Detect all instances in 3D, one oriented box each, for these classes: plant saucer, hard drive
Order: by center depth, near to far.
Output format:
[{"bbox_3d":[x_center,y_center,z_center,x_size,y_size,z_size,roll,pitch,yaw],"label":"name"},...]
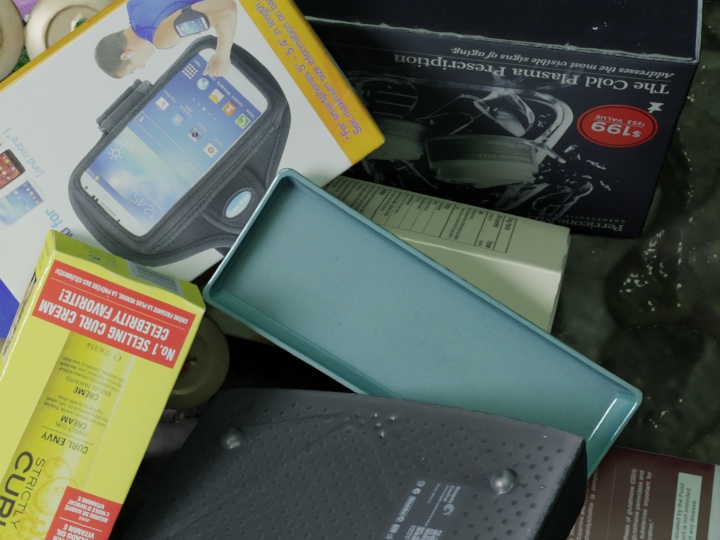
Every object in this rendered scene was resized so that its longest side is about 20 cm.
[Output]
[{"bbox_3d":[-0.009,0.115,0.751,0.199,0.042,0.135,4,48,37],"label":"hard drive"},{"bbox_3d":[0.029,0.033,0.800,0.199,0.019,0.070,32,98,-13],"label":"plant saucer"}]

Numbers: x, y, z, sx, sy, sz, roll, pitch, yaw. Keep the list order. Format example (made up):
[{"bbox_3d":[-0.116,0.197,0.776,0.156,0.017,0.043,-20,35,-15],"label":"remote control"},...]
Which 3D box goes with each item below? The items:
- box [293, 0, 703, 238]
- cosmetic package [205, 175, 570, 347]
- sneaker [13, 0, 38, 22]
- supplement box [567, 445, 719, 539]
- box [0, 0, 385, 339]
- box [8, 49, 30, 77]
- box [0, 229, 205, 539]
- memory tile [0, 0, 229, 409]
[{"bbox_3d":[0.062,-0.110,0.905,0.199,0.182,0.105,6,65,3],"label":"box"},{"bbox_3d":[0.000,0.000,0.885,0.199,0.105,0.072,14,105,7],"label":"cosmetic package"},{"bbox_3d":[-0.172,-0.117,0.877,0.114,0.073,0.201,41,74,10],"label":"sneaker"},{"bbox_3d":[0.071,0.135,0.848,0.199,0.061,0.109,11,64,4],"label":"supplement box"},{"bbox_3d":[-0.103,-0.050,0.789,0.200,0.041,0.119,-36,105,-1],"label":"box"},{"bbox_3d":[-0.192,-0.016,0.855,0.117,0.048,0.200,34,95,-24],"label":"box"},{"bbox_3d":[-0.138,0.089,0.769,0.075,0.050,0.201,23,96,-15],"label":"box"},{"bbox_3d":[-0.130,-0.032,0.818,0.152,0.017,0.201,2,102,-8],"label":"memory tile"}]
